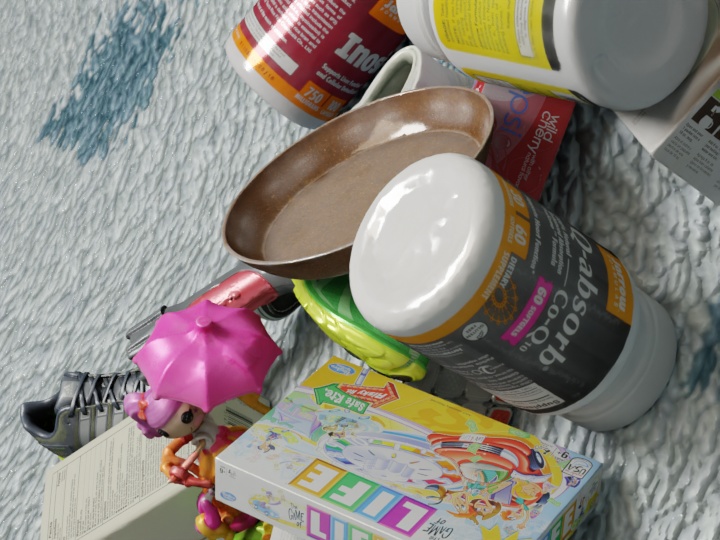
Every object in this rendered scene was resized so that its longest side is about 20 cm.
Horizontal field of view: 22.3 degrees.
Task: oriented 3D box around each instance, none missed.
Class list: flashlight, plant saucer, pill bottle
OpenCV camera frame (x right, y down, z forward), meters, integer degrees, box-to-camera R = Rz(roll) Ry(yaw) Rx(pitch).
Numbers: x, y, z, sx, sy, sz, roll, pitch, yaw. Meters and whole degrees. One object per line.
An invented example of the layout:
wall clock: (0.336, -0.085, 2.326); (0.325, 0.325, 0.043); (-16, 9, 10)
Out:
flashlight: (-0.087, 0.022, 1.385); (0.200, 0.068, 0.068); (-33, 72, 14)
plant saucer: (0.003, -0.054, 1.217); (0.200, 0.035, 0.200); (-22, 28, 13)
pill bottle: (0.115, -0.170, 1.168); (0.200, 0.114, 0.115); (21, 82, 55)
pill bottle: (-0.010, -0.222, 1.500); (0.200, 0.113, 0.113); (-48, 37, 17)
pill bottle: (0.097, 0.020, 1.114); (0.116, 0.200, 0.117); (-28, 48, 35)

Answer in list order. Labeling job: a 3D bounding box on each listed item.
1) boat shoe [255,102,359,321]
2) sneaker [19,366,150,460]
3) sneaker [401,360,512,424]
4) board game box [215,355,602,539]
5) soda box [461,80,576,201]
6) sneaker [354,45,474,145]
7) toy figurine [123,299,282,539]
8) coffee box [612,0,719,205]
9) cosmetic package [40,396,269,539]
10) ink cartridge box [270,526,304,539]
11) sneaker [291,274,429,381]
boat shoe: (-0.022, -0.046, 1.429); (0.200, 0.069, 0.057); (-58, 35, -2)
sneaker: (-0.209, 0.114, 1.531); (0.200, 0.081, 0.074); (-30, 45, 35)
sneaker: (0.066, 0.061, 1.260); (0.082, 0.077, 0.201); (137, 153, -69)
board game box: (0.030, 0.130, 1.125); (0.199, 0.034, 0.134); (20, 36, 26)
soda box: (0.122, -0.140, 1.299); (0.063, 0.070, 0.201); (135, 157, -76)
sneaker: (0.027, -0.063, 1.340); (0.074, 0.115, 0.201); (2, 68, 49)
toy figurine: (-0.090, 0.106, 1.267); (0.200, 0.184, 0.150); (-31, 27, 27)
coffee box: (0.250, -0.157, 1.160); (0.200, 0.080, 0.114); (-49, 37, 16)
cosmetic package: (-0.163, 0.171, 1.440); (0.200, 0.073, 0.104); (-33, 42, 33)
ink cartridge box: (0.022, 0.220, 1.132); (0.200, 0.067, 0.117); (39, 123, 43)
sneaker: (0.000, 0.000, 1.239); (0.084, 0.074, 0.200); (-44, 39, 9)
